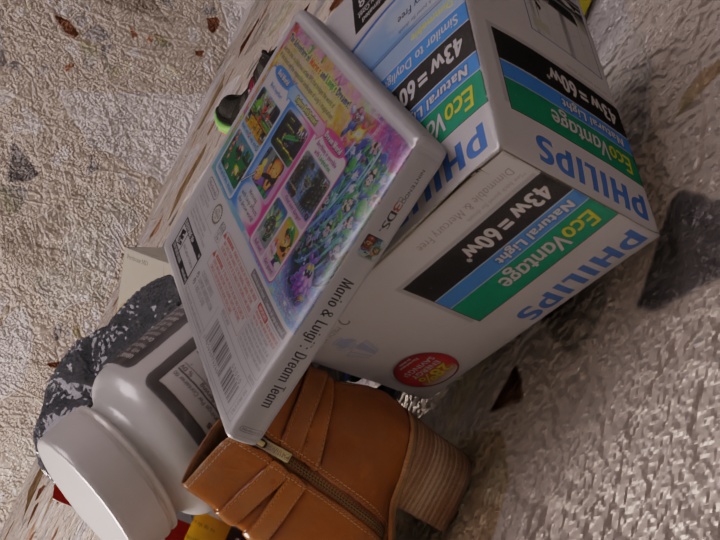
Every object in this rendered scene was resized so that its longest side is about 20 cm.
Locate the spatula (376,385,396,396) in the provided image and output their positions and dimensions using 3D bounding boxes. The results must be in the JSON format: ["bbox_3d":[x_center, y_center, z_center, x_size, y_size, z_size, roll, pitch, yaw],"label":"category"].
[{"bbox_3d":[-0.032,0.156,0.756,0.201,0.020,0.057,-53,16,23],"label":"spatula"}]

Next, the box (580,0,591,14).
[{"bbox_3d":[0.140,-0.209,0.789,0.202,0.048,0.117,-62,18,-7],"label":"box"}]

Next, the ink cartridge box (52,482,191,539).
[{"bbox_3d":[-0.211,0.211,0.912,0.048,0.158,0.200,-66,13,-9],"label":"ink cartridge box"}]

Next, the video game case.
[{"bbox_3d":[-0.046,-0.036,0.541,0.183,0.023,0.201,-56,34,16],"label":"video game case"}]

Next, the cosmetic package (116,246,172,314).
[{"bbox_3d":[-0.200,0.085,0.981,0.102,0.072,0.204,15,101,39],"label":"cosmetic package"}]

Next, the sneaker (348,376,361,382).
[{"bbox_3d":[0.000,0.000,0.760,0.089,0.078,0.202,22,71,27],"label":"sneaker"}]

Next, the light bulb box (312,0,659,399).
[{"bbox_3d":[0.043,-0.066,0.568,0.198,0.123,0.203,-41,42,38],"label":"light bulb box"}]

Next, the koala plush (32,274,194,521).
[{"bbox_3d":[-0.163,0.147,0.831,0.182,0.201,0.178,-33,51,-6],"label":"koala plush"}]

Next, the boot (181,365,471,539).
[{"bbox_3d":[-0.038,0.159,0.555,0.203,0.153,0.073,-65,20,-12],"label":"boot"}]

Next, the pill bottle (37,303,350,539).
[{"bbox_3d":[-0.101,0.082,0.619,0.200,0.114,0.113,-41,8,-29],"label":"pill bottle"}]

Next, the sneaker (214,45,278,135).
[{"bbox_3d":[-0.071,-0.159,0.868,0.199,0.076,0.086,3,85,55],"label":"sneaker"}]

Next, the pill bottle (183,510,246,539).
[{"bbox_3d":[-0.082,0.228,0.645,0.109,0.108,0.203,-14,50,66],"label":"pill bottle"}]
